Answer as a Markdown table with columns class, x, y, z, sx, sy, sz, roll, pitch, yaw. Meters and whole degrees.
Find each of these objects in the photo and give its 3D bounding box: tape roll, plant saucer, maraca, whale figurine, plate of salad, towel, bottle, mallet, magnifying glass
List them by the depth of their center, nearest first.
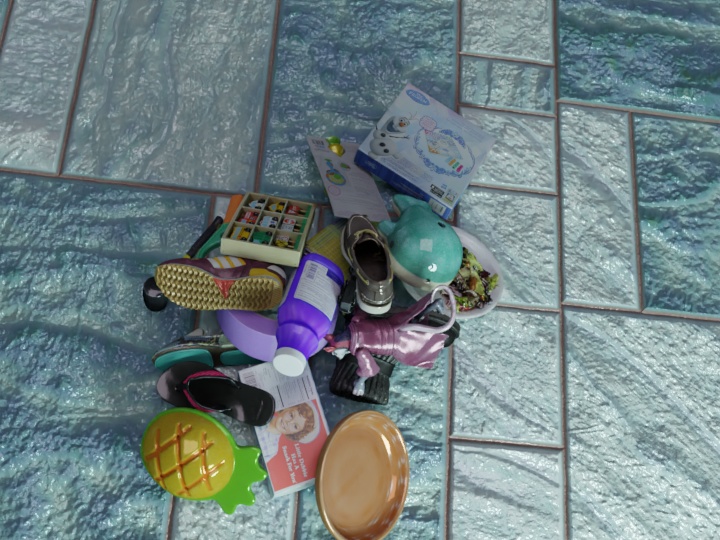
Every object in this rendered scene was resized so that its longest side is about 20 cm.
| class | x | y | z | sx | sy | sz | roll | pitch | yaw |
| --- | --- | --- | --- | --- | --- | --- | --- | --- | --- |
| bottle | -0.082 | 0.066 | 1.232 | 0.083 | 0.065 | 0.202 | 32 | 44 | -16 |
| maraca | -0.239 | 0.288 | 1.245 | 0.197 | 0.107 | 0.139 | 26 | 101 | 1 |
| plant saucer | -0.001 | 0.316 | 1.258 | 0.198 | 0.037 | 0.204 | 5 | 83 | -46 |
| tape roll | -0.132 | 0.049 | 1.331 | 0.196 | 0.066 | 0.202 | 8 | 45 | -8 |
| whale figurine | 0.104 | -0.064 | 1.352 | 0.157 | 0.104 | 0.202 | 17 | 41 | -19 |
| magnifying glass | -0.222 | -0.062 | 1.370 | 0.078 | 0.023 | 0.202 | -8 | 37 | 11 |
| towel | -0.001 | -0.028 | 1.391 | 0.143 | 0.023 | 0.200 | 42 | 40 | 6 |
| mallet | -0.297 | -0.012 | 1.391 | 0.041 | 0.066 | 0.201 | 34 | 55 | 4 |
| plate of salad | 0.157 | -0.007 | 1.415 | 0.196 | 0.048 | 0.203 | 9 | 51 | -12 |

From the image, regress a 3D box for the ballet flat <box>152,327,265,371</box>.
| class | x | y | z | sx | sy | sz | roll | pitch | yaw |
| --- | --- | --- | --- | --- | --- | --- | --- | --- | --- |
| ballet flat | -0.237 | 0.124 | 1.338 | 0.196 | 0.074 | 0.076 | -2 | 70 | -10 |

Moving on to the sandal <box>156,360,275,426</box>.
| class | x | y | z | sx | sy | sz | roll | pitch | yaw |
| --- | --- | --- | --- | --- | --- | --- | --- | --- | --- |
| sandal | -0.225 | 0.187 | 1.263 | 0.197 | 0.045 | 0.076 | 13 | 81 | 15 |

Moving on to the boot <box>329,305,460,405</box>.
| class | x | y | z | sx | sy | sz | roll | pitch | yaw |
| --- | --- | --- | --- | --- | --- | --- | --- | --- | --- |
| boot | 0.057 | 0.145 | 1.353 | 0.207 | 0.080 | 0.161 | 7 | 67 | 0 |

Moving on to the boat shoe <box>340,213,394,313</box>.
| class | x | y | z | sx | sy | sz | roll | pitch | yaw |
| --- | --- | --- | --- | --- | --- | --- | --- | --- | --- |
| boat shoe | 0.012 | -0.025 | 1.261 | 0.070 | 0.060 | 0.202 | -1 | 43 | -10 |

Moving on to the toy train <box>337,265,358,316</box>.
| class | x | y | z | sx | sy | sz | roll | pitch | yaw |
| --- | --- | --- | --- | --- | --- | --- | --- | --- | --- |
| toy train | 0.000 | 0.000 | 1.313 | 0.034 | 0.046 | 0.201 | 14 | 42 | 6 |

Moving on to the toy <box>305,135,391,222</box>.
| class | x | y | z | sx | sy | sz | roll | pitch | yaw |
| --- | --- | --- | --- | --- | --- | --- | --- | --- | --- |
| toy | -0.029 | -0.151 | 1.446 | 0.113 | 0.047 | 0.202 | 5 | 50 | -30 |

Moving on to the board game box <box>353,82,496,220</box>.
| class | x | y | z | sx | sy | sz | roll | pitch | yaw |
| --- | --- | --- | --- | --- | --- | --- | --- | --- | --- |
| board game box | 0.119 | -0.219 | 1.491 | 0.198 | 0.044 | 0.200 | 33 | 59 | 4 |

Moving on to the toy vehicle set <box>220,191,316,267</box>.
| class | x | y | z | sx | sy | sz | roll | pitch | yaw |
| --- | --- | --- | --- | --- | --- | --- | --- | --- | --- |
| toy vehicle set | -0.144 | -0.070 | 1.329 | 0.122 | 0.027 | 0.201 | 10 | 26 | 0 |

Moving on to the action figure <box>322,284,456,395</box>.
| class | x | y | z | sx | sy | sz | roll | pitch | yaw |
| --- | --- | --- | --- | --- | --- | --- | --- | --- | --- |
| action figure | 0.039 | 0.107 | 1.253 | 0.196 | 0.149 | 0.136 | -5 | 73 | -20 |

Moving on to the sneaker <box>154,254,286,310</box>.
| class | x | y | z | sx | sy | sz | roll | pitch | yaw |
| --- | --- | --- | --- | --- | --- | --- | --- | --- | --- |
| sneaker | -0.212 | 0.011 | 1.260 | 0.196 | 0.076 | 0.090 | 9 | 27 | -3 |

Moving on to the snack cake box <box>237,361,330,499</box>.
| class | x | y | z | sx | sy | sz | roll | pitch | yaw |
| --- | --- | --- | --- | --- | --- | --- | --- | --- | --- |
| snack cake box | -0.114 | 0.243 | 1.301 | 0.113 | 0.067 | 0.203 | -15 | 73 | -15 |
